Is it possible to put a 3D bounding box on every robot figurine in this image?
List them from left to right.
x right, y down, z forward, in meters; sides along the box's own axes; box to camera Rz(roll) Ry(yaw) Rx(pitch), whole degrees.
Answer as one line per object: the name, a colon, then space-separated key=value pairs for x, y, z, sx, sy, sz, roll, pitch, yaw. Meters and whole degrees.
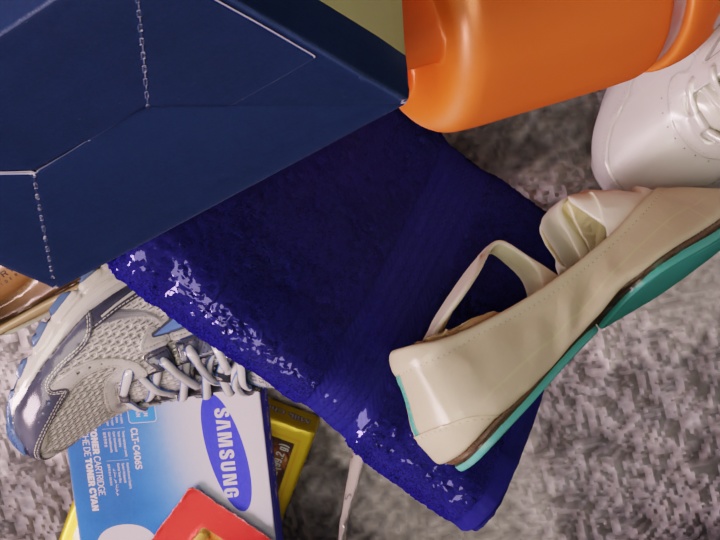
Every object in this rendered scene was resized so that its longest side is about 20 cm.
robot figurine: x=0.072 y=-0.126 z=0.863 sx=0.199 sy=0.117 sz=0.145 roll=-18 pitch=132 yaw=-23

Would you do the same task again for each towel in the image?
towel: x=0.000 y=0.000 z=0.897 sx=0.199 sy=0.148 sz=0.049 roll=37 pitch=151 yaw=-16

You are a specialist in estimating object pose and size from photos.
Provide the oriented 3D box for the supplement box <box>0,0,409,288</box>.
supplement box: x=-0.101 y=-0.134 z=0.797 sx=0.199 sy=0.201 sz=0.134 roll=-24 pitch=145 yaw=36

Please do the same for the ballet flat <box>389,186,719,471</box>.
ballet flat: x=0.087 y=0.004 z=0.882 sx=0.069 sy=0.200 sz=0.070 roll=33 pitch=143 yaw=29

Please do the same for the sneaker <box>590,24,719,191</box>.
sneaker: x=0.178 y=-0.094 z=0.897 sx=0.200 sy=0.099 sz=0.078 roll=-40 pitch=99 yaw=17

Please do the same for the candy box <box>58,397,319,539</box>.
candy box: x=-0.101 y=0.145 z=1.047 sx=0.101 sy=0.026 sz=0.201 roll=21 pitch=109 yaw=1

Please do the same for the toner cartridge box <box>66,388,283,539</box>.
toner cartridge box: x=-0.084 y=0.136 z=1.005 sx=0.094 sy=0.043 sz=0.202 roll=-5 pitch=109 yaw=1

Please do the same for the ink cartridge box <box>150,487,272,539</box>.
ink cartridge box: x=-0.043 y=0.220 z=0.988 sx=0.199 sy=0.050 sz=0.161 roll=34 pitch=106 yaw=-13

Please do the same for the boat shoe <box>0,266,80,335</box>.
boat shoe: x=-0.126 y=-0.024 z=0.964 sx=0.073 sy=0.063 sz=0.200 roll=45 pitch=117 yaw=-11

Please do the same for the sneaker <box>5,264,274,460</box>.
sneaker: x=-0.066 y=0.023 z=0.923 sx=0.200 sy=0.077 sz=0.085 roll=-39 pitch=71 yaw=-13

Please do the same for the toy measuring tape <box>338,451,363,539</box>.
toy measuring tape: x=0.028 y=0.072 z=0.962 sx=0.073 sy=0.074 sz=0.202 roll=6 pitch=77 yaw=5
